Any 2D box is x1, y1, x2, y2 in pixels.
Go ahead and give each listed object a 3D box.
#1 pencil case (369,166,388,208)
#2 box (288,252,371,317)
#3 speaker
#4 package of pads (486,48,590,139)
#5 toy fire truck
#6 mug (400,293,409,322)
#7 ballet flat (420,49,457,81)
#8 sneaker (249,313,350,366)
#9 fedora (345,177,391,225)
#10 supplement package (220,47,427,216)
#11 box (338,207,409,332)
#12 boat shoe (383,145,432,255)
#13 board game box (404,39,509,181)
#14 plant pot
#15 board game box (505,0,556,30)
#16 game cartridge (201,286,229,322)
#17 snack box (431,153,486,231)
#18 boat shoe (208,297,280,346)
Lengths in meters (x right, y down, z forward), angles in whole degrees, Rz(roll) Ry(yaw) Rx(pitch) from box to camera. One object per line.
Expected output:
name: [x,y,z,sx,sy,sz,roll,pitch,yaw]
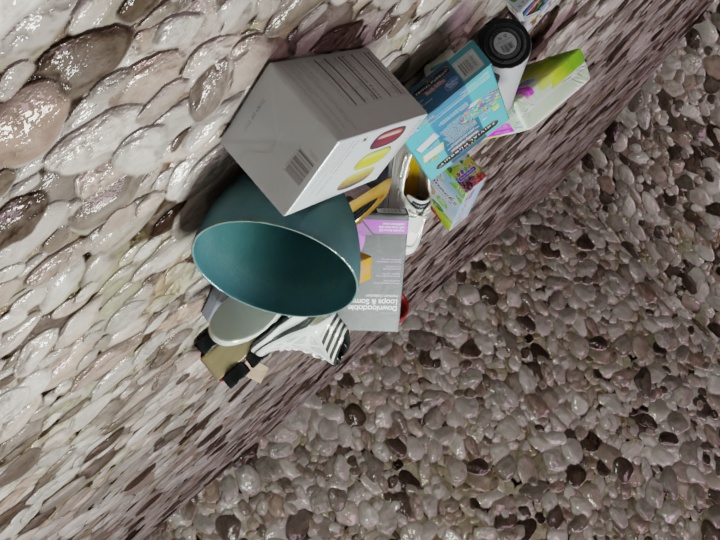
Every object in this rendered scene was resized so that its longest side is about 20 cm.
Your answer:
pencil case: [0.026,-0.105,1.520,0.199,0.091,0.083,-41,-166,-8]
box: [-0.090,0.008,1.305,0.198,0.118,0.042,-26,127,-42]
speaker: [0.214,-0.311,1.411,0.081,0.081,0.200,-41,171,-6]
package of pads: [0.294,-0.310,1.612,0.199,0.069,0.153,-39,-162,-27]
toy fire truck: [-0.185,0.125,1.581,0.176,0.129,0.200,-42,-178,-8]
mug: [-0.004,0.029,1.581,0.200,0.174,0.136,-50,156,-53]
ballet flat: [0.113,-0.256,1.325,0.069,0.070,0.200,-41,166,-9]
sneaker: [-0.090,0.118,1.407,0.200,0.116,0.076,-34,-169,47]
fedora: [-0.049,-0.090,1.255,0.199,0.082,0.201,-38,175,-4]
supplement package: [-0.034,-0.156,0.979,0.114,0.110,0.199,-48,169,34]
box: [0.000,0.000,1.443,0.036,0.140,0.204,-107,-161,-68]
boat shoe: [0.083,-0.113,1.452,0.070,0.070,0.204,-9,116,-25]
board game box: [0.124,-0.215,1.254,0.150,0.047,0.200,-37,162,6]
plant pot: [-0.085,-0.055,1.064,0.201,0.196,0.137,121,-16,-59]
board game box: [0.296,-0.444,1.313,0.200,0.035,0.126,-46,171,11]
game cartridge: [-0.155,0.007,1.405,0.199,0.041,0.134,-36,171,-37]
snack box: [0.136,-0.163,1.536,0.053,0.143,0.200,-38,170,-12]
boat shoe: [-0.152,0.063,1.344,0.200,0.070,0.072,-38,166,-42]
